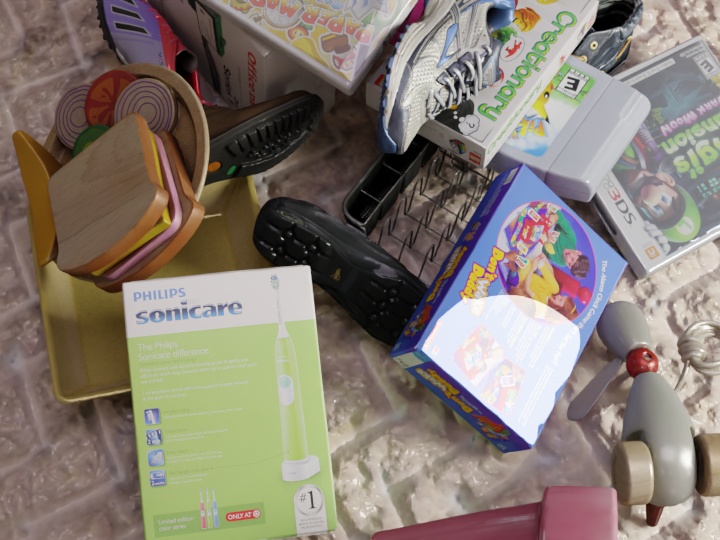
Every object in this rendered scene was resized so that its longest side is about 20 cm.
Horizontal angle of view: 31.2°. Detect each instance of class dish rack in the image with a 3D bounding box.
[{"bbox_3d":[0.097,-0.041,1.158,0.199,0.055,0.154,32,62,12],"label":"dish rack"}]

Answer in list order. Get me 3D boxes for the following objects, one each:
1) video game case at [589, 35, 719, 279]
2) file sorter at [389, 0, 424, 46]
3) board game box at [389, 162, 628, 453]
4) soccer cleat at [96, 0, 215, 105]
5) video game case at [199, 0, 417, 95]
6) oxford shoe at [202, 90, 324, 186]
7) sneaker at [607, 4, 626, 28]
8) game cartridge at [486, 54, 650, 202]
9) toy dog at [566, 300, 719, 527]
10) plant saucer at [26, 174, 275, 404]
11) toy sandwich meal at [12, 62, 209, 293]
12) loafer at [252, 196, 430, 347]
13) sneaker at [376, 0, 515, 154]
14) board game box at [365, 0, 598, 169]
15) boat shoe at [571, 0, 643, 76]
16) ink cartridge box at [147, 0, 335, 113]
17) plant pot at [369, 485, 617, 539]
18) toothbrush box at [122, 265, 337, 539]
[{"bbox_3d":[0.294,-0.111,1.220,0.198,0.023,0.183,-26,77,-21],"label":"video game case"},{"bbox_3d":[0.042,-0.314,1.224,0.138,0.126,0.200,32,29,12],"label":"file sorter"},{"bbox_3d":[0.129,0.031,1.084,0.134,0.045,0.201,41,63,-15],"label":"board game box"},{"bbox_3d":[-0.188,-0.204,1.202,0.073,0.068,0.202,-34,63,25],"label":"soccer cleat"},{"bbox_3d":[-0.038,-0.274,1.098,0.199,0.023,0.183,33,83,13],"label":"video game case"},{"bbox_3d":[-0.125,-0.120,1.115,0.198,0.073,0.085,-24,62,-19],"label":"oxford shoe"},{"bbox_3d":[0.239,-0.339,1.339,0.104,0.076,0.201,-31,63,-17],"label":"sneaker"},{"bbox_3d":[0.146,-0.149,1.169,0.199,0.041,0.134,30,68,16],"label":"game cartridge"},{"bbox_3d":[0.238,0.128,1.068,0.130,0.097,0.201,14,44,6],"label":"toy dog"},{"bbox_3d":[-0.171,0.016,1.097,0.197,0.049,0.202,-10,60,-12],"label":"plant saucer"},{"bbox_3d":[-0.205,-0.079,1.034,0.203,0.070,0.208,-9,72,29],"label":"toy sandwich meal"},{"bbox_3d":[0.000,0.000,1.102,0.199,0.068,0.071,33,26,-8],"label":"loafer"},{"bbox_3d":[0.076,-0.175,1.082,0.084,0.077,0.201,22,64,9],"label":"sneaker"},{"bbox_3d":[0.110,-0.195,1.155,0.125,0.035,0.201,30,65,16],"label":"board game box"},{"bbox_3d":[0.190,-0.199,1.241,0.200,0.091,0.071,-38,69,-24],"label":"boat shoe"},{"bbox_3d":[-0.114,-0.236,1.196,0.084,0.147,0.200,-35,68,-19],"label":"ink cartridge box"},{"bbox_3d":[0.094,0.254,0.914,0.176,0.201,0.202,-1,58,12],"label":"plant pot"},{"bbox_3d":[-0.102,0.106,0.991,0.144,0.086,0.203,-6,84,-10],"label":"toothbrush box"}]
